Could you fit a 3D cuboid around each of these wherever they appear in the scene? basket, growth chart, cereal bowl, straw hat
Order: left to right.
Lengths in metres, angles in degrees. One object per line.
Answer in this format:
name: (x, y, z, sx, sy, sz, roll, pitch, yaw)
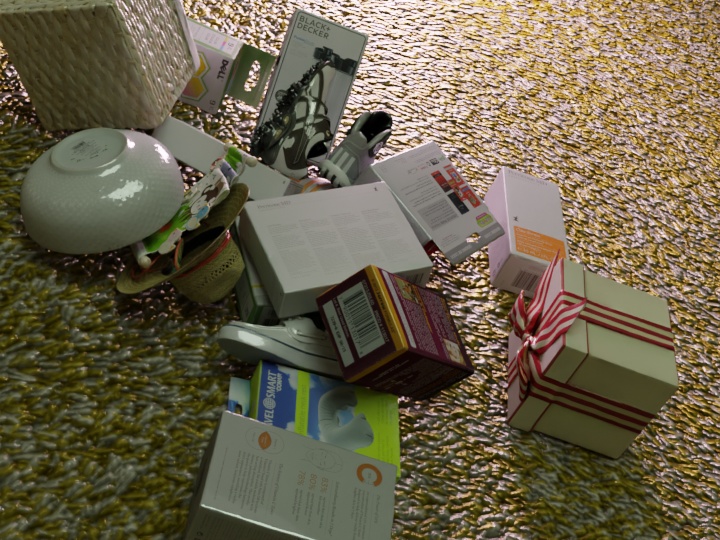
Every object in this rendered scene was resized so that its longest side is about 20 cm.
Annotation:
cereal bowl: (-0.316, -0.111, 1.319, 0.197, 0.084, 0.201, -4, 39, 3)
basket: (-0.342, -0.301, 1.431, 0.196, 0.201, 0.162, 0, 44, 17)
growth chart: (-0.207, -0.082, 1.340, 0.200, 0.144, 0.018, -44, 116, -12)
straw hat: (-0.188, -0.009, 1.312, 0.085, 0.200, 0.202, 53, 35, -23)

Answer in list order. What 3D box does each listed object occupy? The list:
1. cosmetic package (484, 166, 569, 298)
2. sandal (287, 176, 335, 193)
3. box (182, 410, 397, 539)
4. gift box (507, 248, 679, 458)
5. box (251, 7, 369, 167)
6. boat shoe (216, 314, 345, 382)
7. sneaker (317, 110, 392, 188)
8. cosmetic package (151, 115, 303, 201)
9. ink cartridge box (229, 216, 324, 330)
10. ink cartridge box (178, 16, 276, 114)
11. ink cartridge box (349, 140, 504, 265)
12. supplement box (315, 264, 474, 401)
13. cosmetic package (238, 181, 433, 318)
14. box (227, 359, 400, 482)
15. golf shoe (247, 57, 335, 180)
cosmetic package: (0.247, -0.056, 1.636, 0.100, 0.072, 0.201, 16, 42, -13)
sandal: (-0.031, -0.080, 1.510, 0.206, 0.060, 0.079, 41, 40, 21)
box: (-0.072, 0.248, 1.133, 0.198, 0.098, 0.125, 19, 41, -9)
gift box: (0.290, 0.097, 1.413, 0.185, 0.201, 0.185, 18, 37, -8)
box: (-0.075, -0.261, 1.580, 0.115, 0.202, 0.060, 20, 1, -10)
boat shoe: (-0.076, 0.086, 1.301, 0.198, 0.073, 0.066, 20, 67, -29)
sneaker: (0.013, -0.174, 1.552, 0.075, 0.116, 0.200, 38, 15, 2)
cosmetic package: (-0.179, -0.141, 1.467, 0.198, 0.051, 0.083, 28, 2, 10)
ink cartridge box: (-0.111, -0.014, 1.394, 0.103, 0.060, 0.201, 3, 47, -25)
ink cartridge box: (-0.234, -0.298, 1.596, 0.198, 0.104, 0.060, 22, 41, -7)
ink cartridge box: (0.088, -0.074, 1.519, 0.176, 0.084, 0.199, 51, 32, 8)
supplement box: (0.045, 0.078, 1.298, 0.199, 0.085, 0.111, 24, 40, -58)
cosmetic package: (-0.032, -0.029, 1.337, 0.198, 0.052, 0.152, -10, 53, -24)
box: (-0.053, 0.178, 1.254, 0.198, 0.048, 0.123, 16, 42, -15)
golf shoe: (-0.073, -0.203, 1.492, 0.094, 0.078, 0.201, 40, 57, -14)
